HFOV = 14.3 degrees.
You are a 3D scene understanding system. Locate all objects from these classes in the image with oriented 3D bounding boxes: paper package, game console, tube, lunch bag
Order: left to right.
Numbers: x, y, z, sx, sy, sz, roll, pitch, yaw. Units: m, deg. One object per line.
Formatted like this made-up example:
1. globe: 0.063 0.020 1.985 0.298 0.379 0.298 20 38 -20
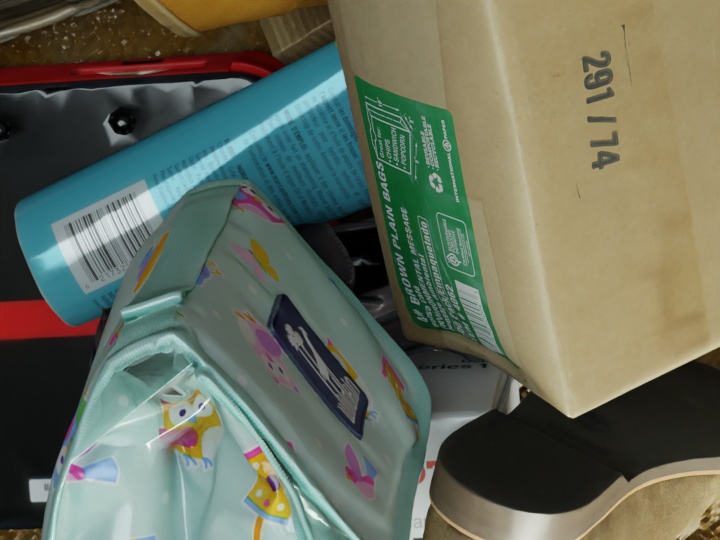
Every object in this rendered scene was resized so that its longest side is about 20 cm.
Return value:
1. game console: -0.104 0.010 1.092 0.199 0.031 0.178 -3 100 12
2. lunch bag: -0.041 0.084 0.894 0.121 0.170 0.201 0 109 6
3. tube: -0.026 -0.041 1.027 0.199 0.051 0.078 -23 129 12
4. paper package: 0.091 -0.085 0.934 0.190 0.103 0.201 -24 116 -24

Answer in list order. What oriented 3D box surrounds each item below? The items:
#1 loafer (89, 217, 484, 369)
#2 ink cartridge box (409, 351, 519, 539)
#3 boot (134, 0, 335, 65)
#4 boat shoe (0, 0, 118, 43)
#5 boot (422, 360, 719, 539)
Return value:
1. loafer: 0.000 0.000 1.010 0.199 0.072 0.063 -10 126 -19
2. ink cartridge box: -0.012 0.137 1.041 0.144 0.084 0.201 -2 102 8
3. boot: -0.004 -0.137 0.972 0.144 0.201 0.071 -33 69 18
4. boat shoe: -0.098 -0.123 1.044 0.199 0.065 0.071 -23 129 19
5. boot: 0.081 0.080 0.986 0.073 0.200 0.076 28 117 29
